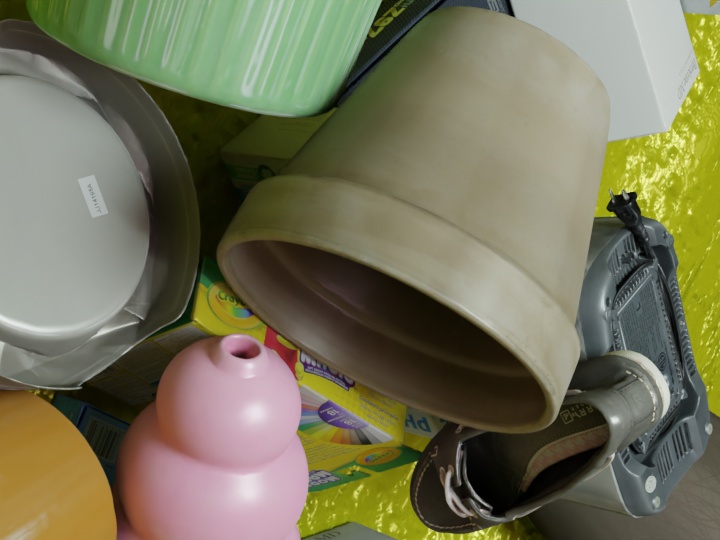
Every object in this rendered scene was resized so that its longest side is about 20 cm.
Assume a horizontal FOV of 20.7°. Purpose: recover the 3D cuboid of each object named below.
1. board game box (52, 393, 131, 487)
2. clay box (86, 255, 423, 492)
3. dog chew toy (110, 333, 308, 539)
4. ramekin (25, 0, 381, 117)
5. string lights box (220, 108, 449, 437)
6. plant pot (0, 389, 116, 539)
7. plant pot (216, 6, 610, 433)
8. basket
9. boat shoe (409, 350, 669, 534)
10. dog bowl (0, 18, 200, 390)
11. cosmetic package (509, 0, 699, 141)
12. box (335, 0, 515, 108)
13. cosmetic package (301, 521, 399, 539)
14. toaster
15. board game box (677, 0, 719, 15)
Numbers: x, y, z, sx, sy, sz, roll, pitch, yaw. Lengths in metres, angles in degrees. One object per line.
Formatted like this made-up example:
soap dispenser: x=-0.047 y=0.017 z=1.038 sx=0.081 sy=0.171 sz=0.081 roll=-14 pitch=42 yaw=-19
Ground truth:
board game box: x=-0.155 y=0.193 z=1.170 sx=0.151 sy=0.036 sz=0.202 roll=29 pitch=78 yaw=-42
clay box: x=-0.061 y=0.068 z=1.162 sx=0.199 sy=0.114 sz=0.048 roll=32 pitch=52 yaw=-37
dog chew toy: x=-0.083 y=0.121 z=1.083 sx=0.124 sy=0.124 sz=0.201 roll=-15 pitch=133 yaw=-39
ramekin: x=-0.083 y=-0.157 z=1.054 sx=0.199 sy=0.200 sz=0.098 roll=6 pitch=109 yaw=-42
string lights box: x=0.000 y=0.000 z=1.211 sx=0.059 sy=0.102 sz=0.201 roll=-41 pitch=123 yaw=-32
plant pot: x=-0.228 y=0.150 z=1.007 sx=0.183 sy=0.199 sz=0.202 roll=-33 pitch=121 yaw=-49
plant pot: x=0.048 y=-0.036 z=1.050 sx=0.200 sy=0.199 sz=0.174 roll=44 pitch=65 yaw=-38
basket: x=0.175 y=0.137 z=1.393 sx=0.200 sy=0.135 sz=0.181 roll=42 pitch=68 yaw=-35
boat shoe: x=0.085 y=0.103 z=1.103 sx=0.057 sy=0.200 sz=0.067 roll=-31 pitch=87 yaw=-49
dog bowl: x=-0.181 y=-0.029 z=1.041 sx=0.199 sy=0.058 sz=0.202 roll=15 pitch=66 yaw=-36
cosmetic package: x=0.150 y=-0.194 z=1.295 sx=0.201 sy=0.084 sz=0.108 roll=68 pitch=30 yaw=-22
box: x=0.056 y=-0.082 z=1.289 sx=0.158 sy=0.051 sz=0.201 roll=-43 pitch=125 yaw=-26
cosmetic package: x=0.023 y=0.226 z=1.225 sx=0.101 sy=0.199 sz=0.072 roll=-14 pitch=108 yaw=-39
toaster: x=0.120 y=0.047 z=1.165 sx=0.114 sy=0.128 sz=0.201 roll=-45 pitch=126 yaw=-45
board game box: x=0.226 y=-0.238 z=1.307 sx=0.034 sy=0.199 sz=0.136 roll=-34 pitch=119 yaw=-33
